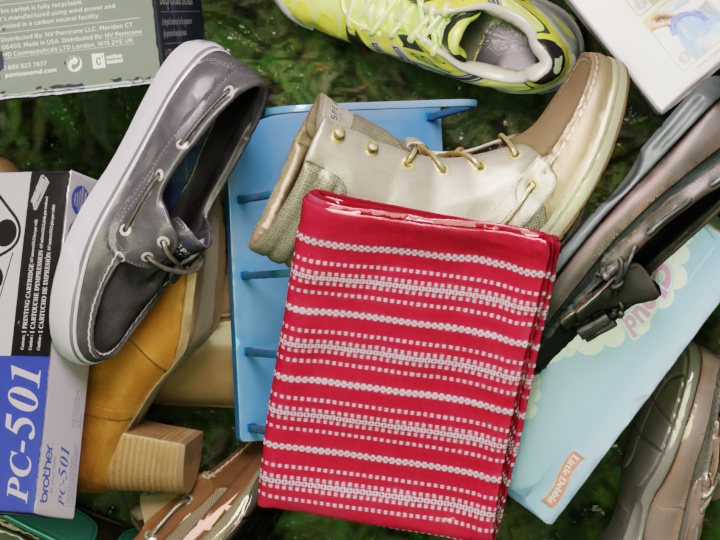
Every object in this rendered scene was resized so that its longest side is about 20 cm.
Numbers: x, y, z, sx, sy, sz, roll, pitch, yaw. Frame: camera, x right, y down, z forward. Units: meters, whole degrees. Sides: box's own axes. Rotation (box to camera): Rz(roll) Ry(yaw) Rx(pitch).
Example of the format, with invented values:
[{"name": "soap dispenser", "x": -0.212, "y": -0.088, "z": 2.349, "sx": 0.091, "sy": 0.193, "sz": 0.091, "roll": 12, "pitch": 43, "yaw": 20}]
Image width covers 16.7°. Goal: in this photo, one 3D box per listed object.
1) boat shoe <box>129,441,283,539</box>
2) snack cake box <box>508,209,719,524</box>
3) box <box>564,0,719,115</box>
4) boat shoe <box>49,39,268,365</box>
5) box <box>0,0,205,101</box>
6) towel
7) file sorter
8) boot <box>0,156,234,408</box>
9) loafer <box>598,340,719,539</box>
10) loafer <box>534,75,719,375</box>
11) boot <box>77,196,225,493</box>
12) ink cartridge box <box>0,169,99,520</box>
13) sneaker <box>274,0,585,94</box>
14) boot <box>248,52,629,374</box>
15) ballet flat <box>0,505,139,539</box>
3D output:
[{"name": "boat shoe", "x": -0.108, "y": 0.160, "z": 1.511, "sx": 0.074, "sy": 0.076, "sz": 0.200, "roll": 31, "pitch": 63, "yaw": 16}, {"name": "snack cake box", "x": 0.149, "y": 0.046, "z": 1.479, "sx": 0.067, "sy": 0.115, "sz": 0.201, "roll": 36, "pitch": 99, "yaw": 2}, {"name": "box", "x": 0.151, "y": -0.199, "z": 1.430, "sx": 0.101, "sy": 0.112, "sz": 0.200, "roll": -39, "pitch": 88, "yaw": 7}, {"name": "boat shoe", "x": -0.110, "y": -0.031, "z": 1.405, "sx": 0.066, "sy": 0.070, "sz": 0.201, "roll": 27, "pitch": 89, "yaw": 34}, {"name": "box", "x": -0.165, "y": -0.209, "z": 1.475, "sx": 0.106, "sy": 0.148, "sz": 0.202, "roll": -6, "pitch": 96, "yaw": 7}, {"name": "towel", "x": 0.024, "y": 0.056, "z": 1.356, "sx": 0.143, "sy": 0.023, "sz": 0.201, "roll": 10, "pitch": 115, "yaw": 1}, {"name": "file sorter", "x": 0.000, "y": 0.000, "z": 1.459, "sx": 0.138, "sy": 0.123, "sz": 0.202, "roll": -3, "pitch": 90, "yaw": -15}, {"name": "boot", "x": -0.141, "y": 0.004, "z": 1.541, "sx": 0.198, "sy": 0.066, "sz": 0.177, "roll": -5, "pitch": 105, "yaw": 7}, {"name": "loafer", "x": 0.193, "y": 0.141, "z": 1.515, "sx": 0.062, "sy": 0.072, "sz": 0.201, "roll": 14, "pitch": 105, "yaw": -12}, {"name": "loafer", "x": 0.157, "y": -0.015, "z": 1.378, "sx": 0.063, "sy": 0.072, "sz": 0.200, "roll": 40, "pitch": 98, "yaw": 14}, {"name": "boot", "x": -0.161, "y": 0.035, "z": 1.485, "sx": 0.143, "sy": 0.071, "sz": 0.203, "roll": 9, "pitch": 97, "yaw": 13}, {"name": "ink cartridge box", "x": -0.208, "y": 0.044, "z": 1.454, "sx": 0.093, "sy": 0.044, "sz": 0.202, "roll": -1, "pitch": 80, "yaw": 29}, {"name": "sneaker", "x": 0.040, "y": -0.160, "z": 1.491, "sx": 0.198, "sy": 0.076, "sz": 0.076, "roll": 15, "pitch": 100, "yaw": 7}, {"name": "boot", "x": 0.045, "y": -0.061, "z": 1.365, "sx": 0.154, "sy": 0.072, "sz": 0.201, "roll": 31, "pitch": 95, "yaw": -11}, {"name": "ballet flat", "x": -0.169, "y": 0.191, "z": 1.571, "sx": 0.199, "sy": 0.067, "sz": 0.064, "roll": 26, "pitch": 126, "yaw": 5}]
